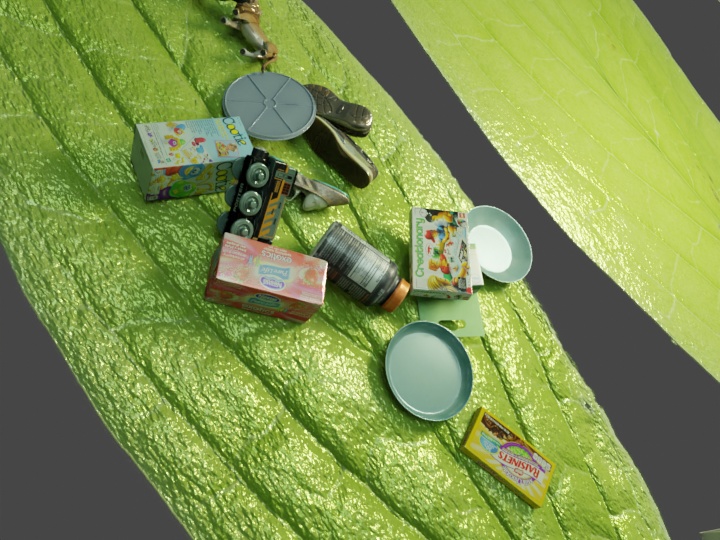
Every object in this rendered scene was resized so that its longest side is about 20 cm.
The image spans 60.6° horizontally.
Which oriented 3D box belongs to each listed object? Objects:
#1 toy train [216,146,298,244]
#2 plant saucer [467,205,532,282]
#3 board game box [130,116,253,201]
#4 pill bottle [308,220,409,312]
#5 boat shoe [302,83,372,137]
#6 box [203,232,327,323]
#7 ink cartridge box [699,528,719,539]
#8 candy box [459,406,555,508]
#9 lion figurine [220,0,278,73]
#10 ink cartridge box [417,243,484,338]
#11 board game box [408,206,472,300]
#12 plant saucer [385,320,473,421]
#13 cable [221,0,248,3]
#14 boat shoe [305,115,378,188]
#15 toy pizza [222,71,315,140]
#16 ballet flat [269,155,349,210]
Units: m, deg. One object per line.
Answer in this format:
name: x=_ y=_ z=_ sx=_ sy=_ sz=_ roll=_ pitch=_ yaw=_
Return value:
toy train: x=-0.191 y=-0.126 z=1.152 sx=0.114 sy=0.085 sz=0.201 roll=11 pitch=100 yaw=-42
plant saucer: x=0.313 y=-0.057 z=1.456 sx=0.200 sy=0.039 sz=0.202 roll=12 pitch=60 yaw=-21
board game box: x=-0.315 y=-0.212 z=1.164 sx=0.199 sy=0.103 sz=0.105 roll=-13 pitch=67 yaw=-32
pill bottle: x=0.000 y=0.000 z=1.221 sx=0.200 sy=0.106 sz=0.106 roll=36 pitch=54 yaw=-7
boat shoe: x=-0.065 y=-0.351 z=1.391 sx=0.199 sy=0.073 sz=0.075 roll=30 pitch=66 yaw=14
box: x=-0.171 y=0.017 z=1.125 sx=0.199 sy=0.103 sz=0.095 roll=16 pitch=59 yaw=-21
ink cartridge box: x=0.845 y=0.659 z=1.336 sx=0.145 sy=0.084 sz=0.201 roll=5 pitch=63 yaw=-26
candy box: x=0.296 y=0.373 z=1.233 sx=0.200 sy=0.026 sz=0.102 roll=38 pitch=57 yaw=-5
lion figurine: x=-0.236 y=-0.531 z=1.396 sx=0.201 sy=0.072 sz=0.122 roll=64 pitch=27 yaw=1
ink cartridge box: x=0.190 y=0.040 z=1.316 sx=0.145 sy=0.048 sz=0.201 roll=-1 pitch=63 yaw=-11
board game box: x=0.167 y=-0.038 z=1.305 sx=0.125 sy=0.035 sz=0.201 roll=5 pitch=62 yaw=-7
plant saucer: x=0.134 y=0.201 z=1.231 sx=0.199 sy=0.027 sz=0.201 roll=10 pitch=65 yaw=-21
cable: x=-0.288 y=-0.652 z=1.405 sx=0.199 sy=0.051 sz=0.163 roll=9 pitch=34 yaw=8
boat shoe: x=-0.042 y=-0.265 z=1.365 sx=0.200 sy=0.073 sz=0.065 roll=49 pitch=40 yaw=2
toy pizza: x=-0.196 y=-0.350 z=1.327 sx=0.199 sy=0.032 sz=0.201 roll=6 pitch=58 yaw=-9
ballet flat: x=-0.121 y=-0.164 z=1.277 sx=0.199 sy=0.068 sz=0.068 roll=25 pitch=75 yaw=-8
